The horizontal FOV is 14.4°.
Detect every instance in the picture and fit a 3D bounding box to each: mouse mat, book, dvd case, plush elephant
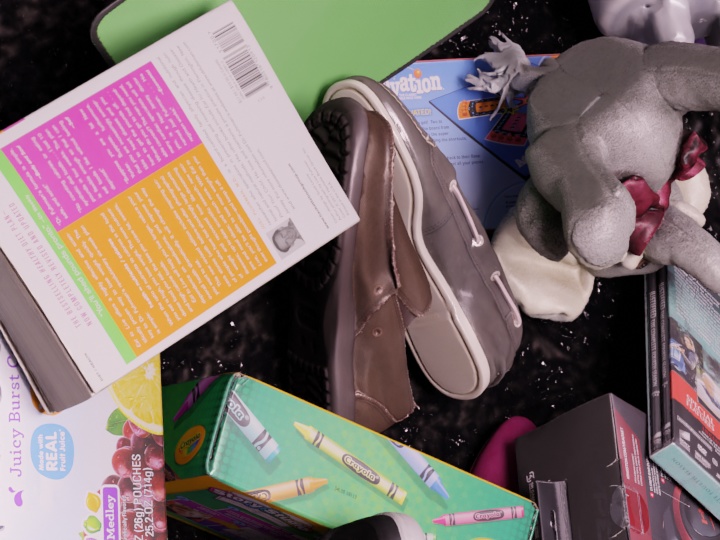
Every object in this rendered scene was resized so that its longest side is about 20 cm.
[{"bbox_3d":[-0.032,-0.137,1.509,0.200,0.008,0.161,-33,138,0],"label":"mouse mat"},{"bbox_3d":[-0.105,-0.036,1.411,0.200,0.048,0.134,-33,96,-37],"label":"book"},{"bbox_3d":[0.219,0.080,1.656,0.146,0.022,0.200,41,31,-25],"label":"dvd case"},{"bbox_3d":[0.154,-0.045,1.611,0.165,0.200,0.155,-44,129,-15],"label":"plush elephant"}]

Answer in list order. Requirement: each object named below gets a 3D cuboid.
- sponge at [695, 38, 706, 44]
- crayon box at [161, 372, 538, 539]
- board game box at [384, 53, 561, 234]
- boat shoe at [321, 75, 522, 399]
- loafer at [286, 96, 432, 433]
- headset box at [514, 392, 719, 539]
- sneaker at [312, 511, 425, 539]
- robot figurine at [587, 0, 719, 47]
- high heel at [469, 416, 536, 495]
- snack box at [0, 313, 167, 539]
[{"bbox_3d":[0.275,-0.129,1.702,0.112,0.199,0.030,-50,150,-28],"label":"sponge"},{"bbox_3d":[-0.021,0.120,1.509,0.199,0.119,0.059,25,70,-27],"label":"crayon box"},{"bbox_3d":[0.061,-0.071,1.648,0.199,0.019,0.104,-5,87,-32],"label":"board game box"},{"bbox_3d":[0.035,-0.025,1.582,0.057,0.067,0.201,-41,116,-42],"label":"boat shoe"},{"bbox_3d":[0.000,0.000,1.544,0.071,0.073,0.201,-9,116,-28],"label":"loafer"},{"bbox_3d":[0.167,0.170,1.592,0.200,0.075,0.149,30,44,-40],"label":"headset box"},{"bbox_3d":[-0.056,0.182,1.432,0.111,0.200,0.073,7,56,-31],"label":"sneaker"},{"bbox_3d":[0.176,-0.211,1.673,0.169,0.113,0.201,-11,71,-10],"label":"robot figurine"},{"bbox_3d":[0.103,0.179,1.591,0.067,0.096,0.201,6,80,-31],"label":"high heel"},{"bbox_3d":[-0.184,0.067,1.403,0.168,0.068,0.201,4,78,-34],"label":"snack box"}]
